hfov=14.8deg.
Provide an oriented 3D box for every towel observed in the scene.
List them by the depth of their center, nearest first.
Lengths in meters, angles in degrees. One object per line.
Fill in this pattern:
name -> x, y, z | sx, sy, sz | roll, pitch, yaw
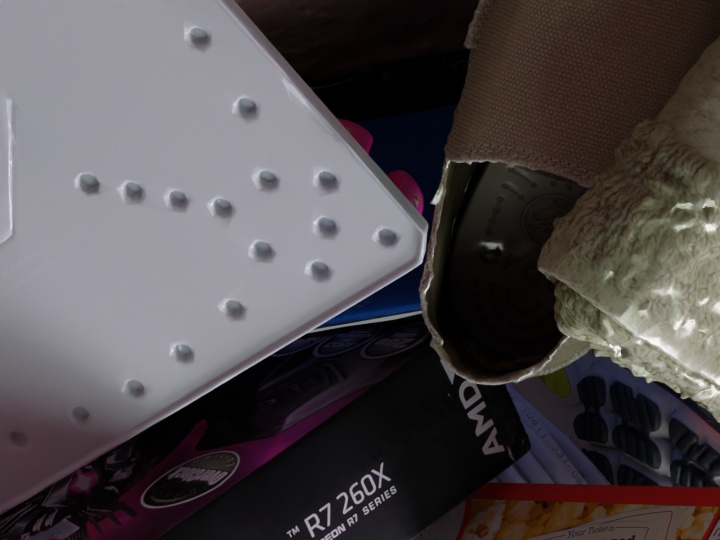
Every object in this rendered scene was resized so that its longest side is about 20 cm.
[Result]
towel -> 0.143, -0.011, 0.703 | 0.200, 0.036, 0.149 | 32, 98, -42

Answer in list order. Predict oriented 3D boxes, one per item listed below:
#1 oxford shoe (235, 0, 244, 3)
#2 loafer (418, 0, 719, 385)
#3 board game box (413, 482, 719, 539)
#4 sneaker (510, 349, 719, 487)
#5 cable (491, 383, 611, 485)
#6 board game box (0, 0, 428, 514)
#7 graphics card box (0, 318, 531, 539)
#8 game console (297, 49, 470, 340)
oxford shoe -> -0.045, -0.105, 0.723 | 0.199, 0.058, 0.075 | -15, 164, 36
loafer -> 0.062, -0.047, 0.697 | 0.075, 0.068, 0.201 | 19, 126, 9
board game box -> 0.079, 0.129, 0.818 | 0.200, 0.046, 0.152 | -3, 133, 47
sneaker -> 0.111, 0.051, 0.994 | 0.079, 0.200, 0.078 | -16, 122, -20
cable -> 0.033, 0.096, 0.997 | 0.069, 0.200, 0.200 | -38, 168, -14
board game box -> -0.114, -0.037, 0.720 | 0.200, 0.026, 0.200 | -31, 111, 30
graphics card box -> -0.062, 0.080, 0.794 | 0.200, 0.051, 0.125 | -33, -164, -30
game console -> 0.000, 0.000, 0.879 | 0.199, 0.119, 0.171 | -9, 153, -11
